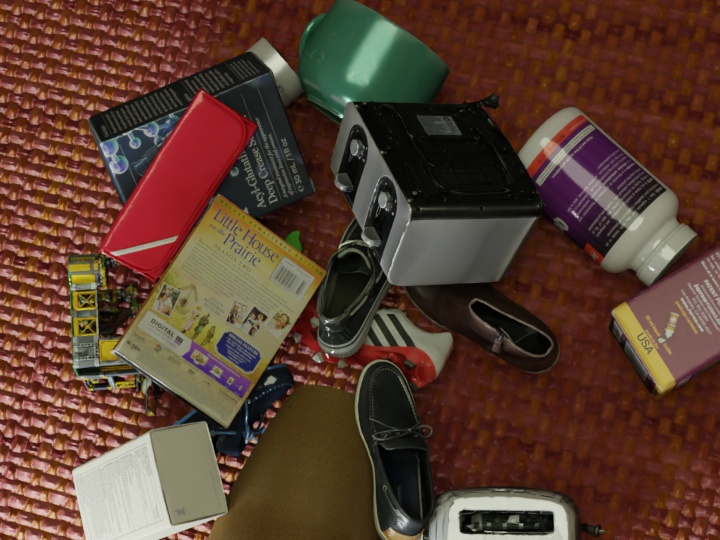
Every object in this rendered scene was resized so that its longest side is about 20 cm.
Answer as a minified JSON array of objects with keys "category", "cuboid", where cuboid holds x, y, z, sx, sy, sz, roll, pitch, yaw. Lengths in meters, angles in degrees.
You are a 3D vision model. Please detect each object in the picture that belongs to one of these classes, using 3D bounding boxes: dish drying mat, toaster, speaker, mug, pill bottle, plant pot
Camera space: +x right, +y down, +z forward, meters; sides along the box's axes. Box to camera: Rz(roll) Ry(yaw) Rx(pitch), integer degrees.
[{"category":"dish drying mat","cuboid":[-0.191,-0.087,1.660,0.077,0.018,0.200,31,97,-24]},{"category":"toaster","cuboid":[0.157,0.284,1.667,0.199,0.129,0.114,1,82,8]},{"category":"speaker","cuboid":[-0.159,-0.174,1.811,0.200,0.081,0.081,-41,78,-1]},{"category":"mug","cuboid":[0.003,-0.215,1.773,0.152,0.185,0.115,33,89,-13]},{"category":"pill bottle","cuboid":[0.264,-0.076,1.720,0.200,0.112,0.112,44,88,12]},{"category":"toaster","cuboid":[0.082,-0.088,1.677,0.199,0.119,0.181,-3,47,-29]},{"category":"plant pot","cuboid":[-0.051,0.231,1.693,0.186,0.187,0.201,12,68,10]}]

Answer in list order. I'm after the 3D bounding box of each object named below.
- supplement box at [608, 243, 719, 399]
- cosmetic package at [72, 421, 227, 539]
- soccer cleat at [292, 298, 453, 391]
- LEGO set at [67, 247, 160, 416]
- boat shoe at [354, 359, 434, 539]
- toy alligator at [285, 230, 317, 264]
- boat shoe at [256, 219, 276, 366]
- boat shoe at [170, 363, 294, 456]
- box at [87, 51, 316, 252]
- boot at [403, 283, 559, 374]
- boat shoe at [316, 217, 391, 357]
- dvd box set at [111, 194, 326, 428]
[{"category":"supplement box","cuboid":[0.372,0.040,1.677,0.200,0.131,0.103,-31,78,1]},{"category":"cosmetic package","cuboid":[-0.228,0.235,1.695,0.073,0.200,0.104,-6,78,-37]},{"category":"soccer cleat","cuboid":[0.009,0.070,1.760,0.199,0.069,0.085,19,42,27]},{"category":"LEGO set","cuboid":[-0.250,0.060,1.735,0.115,0.200,0.154,-4,65,-5]},{"category":"boat shoe","cuboid":[0.040,0.183,1.645,0.074,0.062,0.201,5,62,-24]},{"category":"toy alligator","cuboid":[-0.090,0.042,1.729,0.054,0.059,0.200,19,58,10]},{"category":"boat shoe","cuboid":[-0.141,0.027,1.788,0.070,0.070,0.201,-18,72,43]},{"category":"boat shoe","cuboid":[-0.145,0.177,1.750,0.200,0.084,0.069,-38,66,24]},{"category":"box","cuboid":[-0.173,-0.125,1.721,0.199,0.107,0.149,-24,115,-7]},{"category":"boot","cuboid":[0.126,0.038,1.692,0.200,0.166,0.072,32,86,12]},{"category":"boat shoe","cuboid":[0.000,0.000,1.727,0.072,0.071,0.200,7,51,10]},{"category":"dvd box set","cuboid":[-0.146,0.042,1.661,0.146,0.029,0.200,35,75,-13]}]
